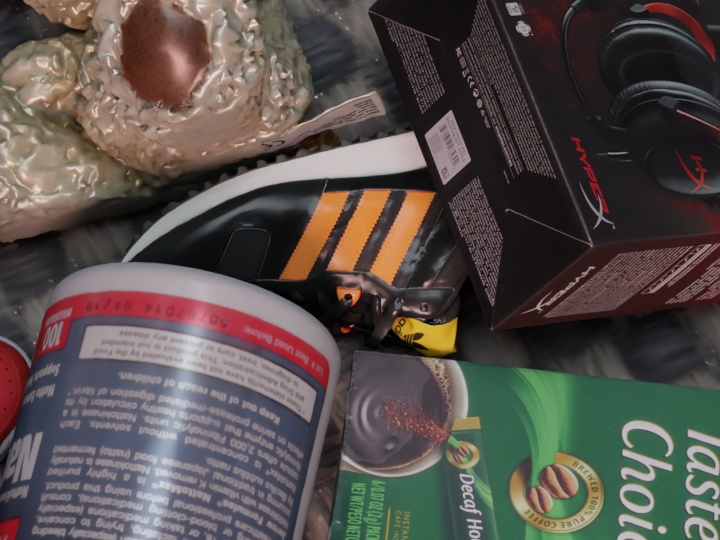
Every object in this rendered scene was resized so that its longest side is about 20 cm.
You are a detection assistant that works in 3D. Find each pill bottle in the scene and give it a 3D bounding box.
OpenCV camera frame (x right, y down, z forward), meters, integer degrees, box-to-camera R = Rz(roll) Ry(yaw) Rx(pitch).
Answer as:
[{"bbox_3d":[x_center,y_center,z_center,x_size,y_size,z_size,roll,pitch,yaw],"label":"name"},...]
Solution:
[{"bbox_3d":[-0.083,0.109,1.010,0.120,0.120,0.200,12,67,1],"label":"pill bottle"}]

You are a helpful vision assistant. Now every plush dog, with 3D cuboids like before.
[{"bbox_3d":[-0.087,-0.119,1.095,0.160,0.200,0.172,-6,75,-43],"label":"plush dog"}]

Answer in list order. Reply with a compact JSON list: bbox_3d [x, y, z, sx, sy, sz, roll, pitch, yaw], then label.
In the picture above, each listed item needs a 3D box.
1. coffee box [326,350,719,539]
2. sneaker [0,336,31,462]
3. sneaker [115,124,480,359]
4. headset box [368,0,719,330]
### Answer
[{"bbox_3d":[0.088,0.099,1.051,0.200,0.044,0.123,8,53,2],"label":"coffee box"},{"bbox_3d":[-0.219,0.063,1.022,0.200,0.112,0.071,-22,71,-12],"label":"sneaker"},{"bbox_3d":[0.000,0.000,1.088,0.200,0.070,0.090,-18,67,-13],"label":"sneaker"},{"bbox_3d":[0.122,-0.065,1.087,0.200,0.075,0.149,-5,66,-36],"label":"headset box"}]
